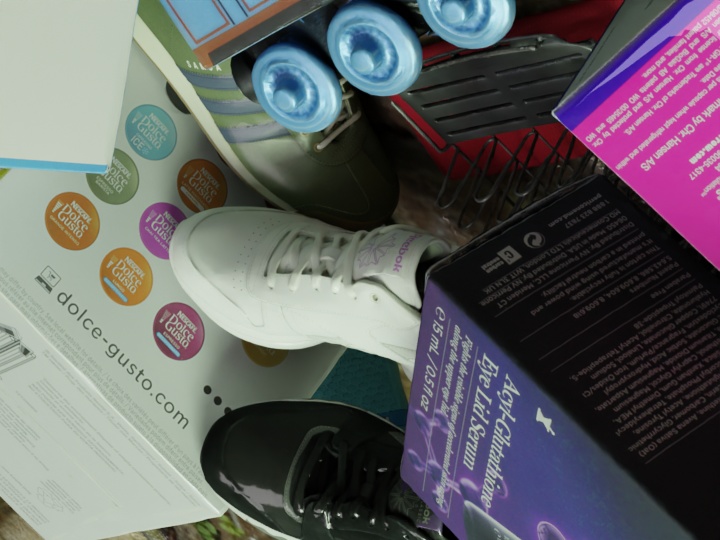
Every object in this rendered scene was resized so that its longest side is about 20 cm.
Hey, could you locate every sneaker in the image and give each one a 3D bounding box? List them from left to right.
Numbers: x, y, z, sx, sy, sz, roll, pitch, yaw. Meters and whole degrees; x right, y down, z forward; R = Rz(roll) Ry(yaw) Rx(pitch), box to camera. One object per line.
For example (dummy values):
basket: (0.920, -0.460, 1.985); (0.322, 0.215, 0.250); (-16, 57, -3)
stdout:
sneaker: (-0.045, -0.102, 1.039); (0.200, 0.067, 0.090); (47, 151, -7)
sneaker: (0.000, 0.000, 1.009); (0.198, 0.075, 0.100); (17, 150, 13)
sneaker: (0.005, 0.139, 1.172); (0.079, 0.201, 0.132); (-6, 124, 1)
sneaker: (0.019, 0.105, 1.000); (0.198, 0.076, 0.088); (17, 166, 3)

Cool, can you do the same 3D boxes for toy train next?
toy train: (0.000, -0.140, 0.916); (0.199, 0.087, 0.115); (-23, 110, 41)

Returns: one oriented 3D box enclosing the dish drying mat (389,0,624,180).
dish drying mat: (0.092, -0.087, 0.971); (0.199, 0.018, 0.077); (-9, 125, 50)

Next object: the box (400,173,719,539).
box: (0.120, 0.086, 0.879); (0.200, 0.104, 0.149); (45, 149, 30)

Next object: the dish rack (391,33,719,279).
dish rack: (0.107, -0.029, 0.967); (0.153, 0.055, 0.200); (-9, 137, 49)

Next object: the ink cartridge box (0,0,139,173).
ink cartridge box: (-0.200, -0.136, 0.992); (0.200, 0.127, 0.126); (36, 119, 58)

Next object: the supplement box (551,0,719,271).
supplement box: (0.192, -0.046, 0.831); (0.200, 0.101, 0.103); (43, 133, -7)

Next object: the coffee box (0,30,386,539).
coffee box: (-0.135, 0.007, 1.138); (0.200, 0.198, 0.199); (47, 148, -15)
